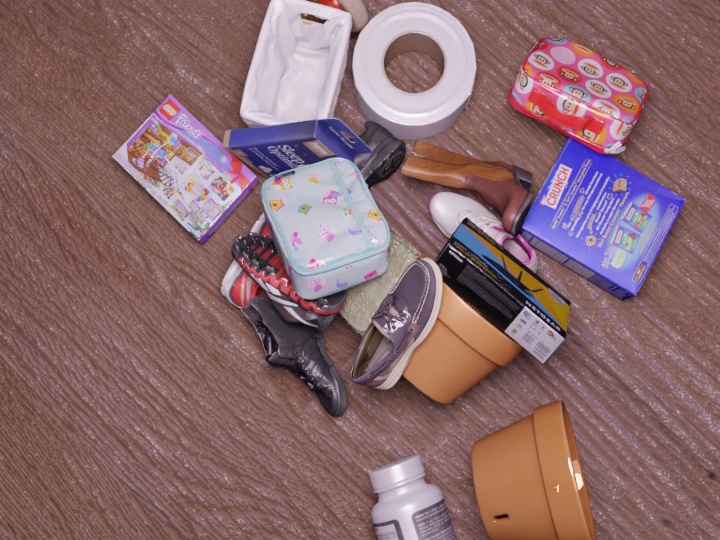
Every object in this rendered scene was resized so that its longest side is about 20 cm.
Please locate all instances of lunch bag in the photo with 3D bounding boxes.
[{"bbox_3d":[0.330,-0.264,1.255,0.197,0.083,0.177,29,45,9],"label":"lunch bag"},{"bbox_3d":[-0.047,-0.069,1.159,0.157,0.078,0.202,-19,54,-10],"label":"lunch bag"}]

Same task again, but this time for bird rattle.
[{"bbox_3d":[-0.049,-0.442,1.285,0.162,0.199,0.114,38,78,-18],"label":"bird rattle"}]

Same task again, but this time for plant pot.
[{"bbox_3d":[0.120,0.095,1.192,0.199,0.200,0.141,40,99,7],"label":"plant pot"},{"bbox_3d":[0.237,0.295,1.149,0.137,0.200,0.205,-13,80,15],"label":"plant pot"}]

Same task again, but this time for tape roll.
[{"bbox_3d":[0.085,-0.316,1.314,0.197,0.071,0.208,0,80,1],"label":"tape roll"}]

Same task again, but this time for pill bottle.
[{"bbox_3d":[0.078,0.375,1.176,0.108,0.111,0.205,-18,81,-2],"label":"pill bottle"}]

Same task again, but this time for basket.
[{"bbox_3d":[-0.095,-0.298,1.287,0.132,0.123,0.205,14,82,3],"label":"basket"}]

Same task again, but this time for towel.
[{"bbox_3d":[0.000,0.000,1.210,0.199,0.036,0.150,38,100,50],"label":"towel"}]

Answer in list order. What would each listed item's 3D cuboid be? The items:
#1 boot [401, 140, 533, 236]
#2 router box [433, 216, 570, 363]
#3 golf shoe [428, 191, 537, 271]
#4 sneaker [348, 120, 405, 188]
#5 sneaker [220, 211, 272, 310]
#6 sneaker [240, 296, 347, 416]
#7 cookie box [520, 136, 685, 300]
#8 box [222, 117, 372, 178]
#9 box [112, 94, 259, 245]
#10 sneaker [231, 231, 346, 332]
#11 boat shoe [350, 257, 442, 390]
[{"bbox_3d":[0.158,-0.133,1.236,0.195,0.070,0.190,18,37,2],"label":"boot"},{"bbox_3d":[0.198,0.022,1.147,0.199,0.149,0.051,39,114,2],"label":"router box"},{"bbox_3d":[0.191,-0.061,1.259,0.198,0.092,0.076,35,84,8],"label":"golf shoe"},{"bbox_3d":[-0.021,-0.151,1.295,0.199,0.076,0.091,-42,70,-9],"label":"sneaker"},{"bbox_3d":[-0.136,-0.030,1.275,0.084,0.077,0.203,31,93,1],"label":"sneaker"},{"bbox_3d":[-0.098,0.130,1.229,0.102,0.060,0.204,-10,72,-35],"label":"sneaker"},{"bbox_3d":[0.364,-0.081,1.265,0.197,0.075,0.173,31,82,6],"label":"cookie box"},{"bbox_3d":[-0.092,-0.180,1.229,0.196,0.121,0.033,-2,72,28],"label":"box"},{"bbox_3d":[-0.276,-0.160,1.310,0.200,0.039,0.137,43,84,8],"label":"box"},{"bbox_3d":[-0.111,0.022,1.204,0.198,0.099,0.071,31,49,17],"label":"sneaker"},{"bbox_3d":[0.045,0.075,1.103,0.072,0.064,0.203,46,121,37],"label":"boat shoe"}]
